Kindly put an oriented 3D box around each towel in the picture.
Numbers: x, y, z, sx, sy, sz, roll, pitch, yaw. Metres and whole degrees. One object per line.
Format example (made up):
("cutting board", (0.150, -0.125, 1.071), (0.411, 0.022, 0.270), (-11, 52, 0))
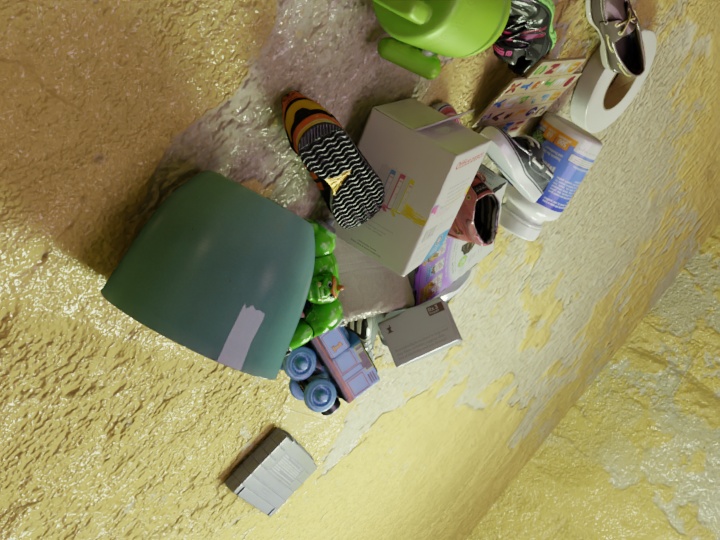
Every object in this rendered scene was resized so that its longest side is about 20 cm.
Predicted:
("towel", (0.000, 0.000, 1.184), (0.034, 0.133, 0.200), (-21, 172, 34))

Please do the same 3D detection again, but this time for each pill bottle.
("pill bottle", (0.310, -0.155, 1.478), (0.112, 0.112, 0.201), (-2, 125, -56))

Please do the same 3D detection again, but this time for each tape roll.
("tape roll", (0.447, -0.339, 1.541), (0.203, 0.037, 0.203), (-36, 150, -25))

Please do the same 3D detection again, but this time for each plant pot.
("plant pot", (-0.139, -0.005, 0.901), (0.161, 0.200, 0.200), (-63, 153, -2))

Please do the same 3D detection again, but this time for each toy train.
("toy train", (-0.063, 0.097, 1.162), (0.114, 0.087, 0.200), (-35, 111, -17))

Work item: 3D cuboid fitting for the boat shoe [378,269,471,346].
("boat shoe", (0.108, 0.055, 1.473), (0.200, 0.072, 0.068), (-42, 154, -17))

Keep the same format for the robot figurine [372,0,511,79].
("robot figurine", (0.091, -0.299, 0.959), (0.200, 0.116, 0.176), (-5, 124, -55))

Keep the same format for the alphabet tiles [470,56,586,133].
("alphabet tiles", (0.252, -0.259, 1.314), (0.200, 0.006, 0.166), (-18, 158, -47))

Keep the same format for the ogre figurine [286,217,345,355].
("ogre figurine", (-0.082, 0.009, 1.047), (0.119, 0.201, 0.098), (-9, -176, -9))

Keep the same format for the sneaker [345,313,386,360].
("sneaker", (0.016, 0.086, 1.374), (0.116, 0.075, 0.200), (-49, 164, -32))

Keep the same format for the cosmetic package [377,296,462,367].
("cosmetic package", (0.094, 0.093, 1.307), (0.101, 0.074, 0.200), (-24, 174, 7))

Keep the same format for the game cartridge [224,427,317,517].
("game cartridge", (-0.147, 0.344, 1.486), (0.130, 0.038, 0.200), (-49, 153, -13))

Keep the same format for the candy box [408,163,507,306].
("candy box", (0.131, -0.053, 1.374), (0.200, 0.071, 0.168), (-35, 149, -26))

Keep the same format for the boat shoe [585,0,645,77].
("boat shoe", (0.403, -0.381, 1.363), (0.072, 0.060, 0.200), (-42, 139, -7))

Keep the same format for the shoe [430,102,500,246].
("shoe", (0.143, -0.131, 1.208), (0.071, 0.091, 0.201), (-26, 121, -32))

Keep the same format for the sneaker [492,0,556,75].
("sneaker", (0.211, -0.321, 1.161), (0.084, 0.077, 0.200), (-55, 152, 0))

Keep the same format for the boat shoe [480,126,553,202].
("boat shoe", (0.245, -0.175, 1.332), (0.068, 0.072, 0.200), (-48, 141, 4))

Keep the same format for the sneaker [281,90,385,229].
("sneaker", (-0.032, -0.130, 1.007), (0.070, 0.090, 0.200), (-32, 147, 1))

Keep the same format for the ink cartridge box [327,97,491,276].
("ink cartridge box", (0.065, -0.121, 1.108), (0.128, 0.125, 0.201), (-31, 149, -59))
